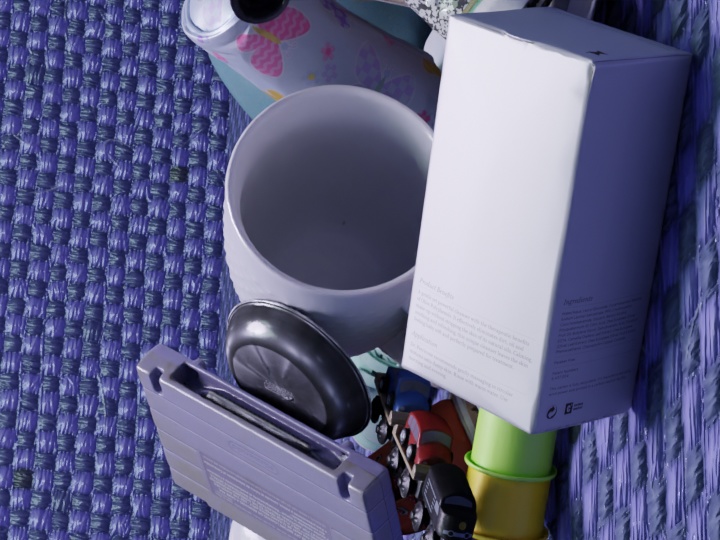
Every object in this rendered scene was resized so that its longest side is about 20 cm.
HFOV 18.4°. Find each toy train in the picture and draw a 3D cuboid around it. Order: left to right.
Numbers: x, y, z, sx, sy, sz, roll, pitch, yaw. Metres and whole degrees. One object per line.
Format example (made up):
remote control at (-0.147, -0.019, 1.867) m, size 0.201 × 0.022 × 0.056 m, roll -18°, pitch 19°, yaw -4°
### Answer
toy train at (0.038, 0.110, 1.358) m, size 0.200 × 0.034 × 0.046 m, roll -114°, pitch 37°, yaw -63°

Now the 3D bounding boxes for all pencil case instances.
pencil case at (-0.030, -0.152, 1.533) m, size 0.083 × 0.200 × 0.091 m, roll 13°, pitch 73°, yaw 51°

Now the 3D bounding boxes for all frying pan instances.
frying pan at (-0.053, 0.086, 1.454) m, size 0.031 × 0.115 × 0.190 m, roll -47°, pitch -8°, yaw -33°

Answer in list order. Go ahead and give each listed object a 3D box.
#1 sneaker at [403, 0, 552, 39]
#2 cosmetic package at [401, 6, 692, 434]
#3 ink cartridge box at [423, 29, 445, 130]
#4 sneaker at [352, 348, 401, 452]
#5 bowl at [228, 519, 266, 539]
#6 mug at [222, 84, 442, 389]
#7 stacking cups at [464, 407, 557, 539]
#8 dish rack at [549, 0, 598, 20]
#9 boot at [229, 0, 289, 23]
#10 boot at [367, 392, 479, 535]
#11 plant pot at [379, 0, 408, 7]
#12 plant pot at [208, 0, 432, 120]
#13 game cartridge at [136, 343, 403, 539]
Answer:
sneaker at (0.089, -0.207, 1.223) m, size 0.201 × 0.088 × 0.077 m, roll -55°, pitch -9°, yaw -4°
cosmetic package at (0.095, -0.029, 1.170) m, size 0.107 × 0.084 × 0.201 m, roll 27°, pitch 116°, yaw 43°
ink cartridge box at (0.080, -0.161, 1.584) m, size 0.160 × 0.047 × 0.201 m, roll -106°, pitch 21°, yaw -66°
sneaker at (0.025, 0.072, 1.711) m, size 0.118 × 0.073 × 0.202 m, roll -89°, pitch 10°, yaw -64°
bowl at (-0.026, 0.252, 1.572) m, size 0.200 × 0.074 × 0.200 m, roll 50°, pitch 165°, yaw 22°
mug at (0.000, 0.000, 1.462) m, size 0.148 × 0.200 × 0.176 m, roll -42°, pitch -14°, yaw -19°
stacking cups at (0.099, 0.061, 1.319) m, size 0.061 × 0.060 × 0.201 m, roll -116°, pitch 33°, yaw -73°
dish rack at (0.095, -0.101, 1.333) m, size 0.200 × 0.043 × 0.172 m, roll 113°, pitch 177°, yaw -60°
boot at (-0.068, -0.253, 1.303) m, size 0.132 × 0.069 × 0.201 m, roll -126°, pitch 25°, yaw -71°
boot at (0.035, 0.141, 1.483) m, size 0.200 × 0.107 × 0.075 m, roll 113°, pitch 136°, yaw -67°
plant pot at (0.031, -0.255, 1.395) m, size 0.200 × 0.199 × 0.178 m, roll -138°, pitch 60°, yaw -79°
plant pot at (-0.001, -0.151, 1.743) m, size 0.135 × 0.199 × 0.200 m, roll 64°, pitch 166°, yaw 7°
game cartridge at (-0.054, 0.134, 1.450) m, size 0.038 × 0.199 × 0.130 m, roll -47°, pitch -36°, yaw -25°
